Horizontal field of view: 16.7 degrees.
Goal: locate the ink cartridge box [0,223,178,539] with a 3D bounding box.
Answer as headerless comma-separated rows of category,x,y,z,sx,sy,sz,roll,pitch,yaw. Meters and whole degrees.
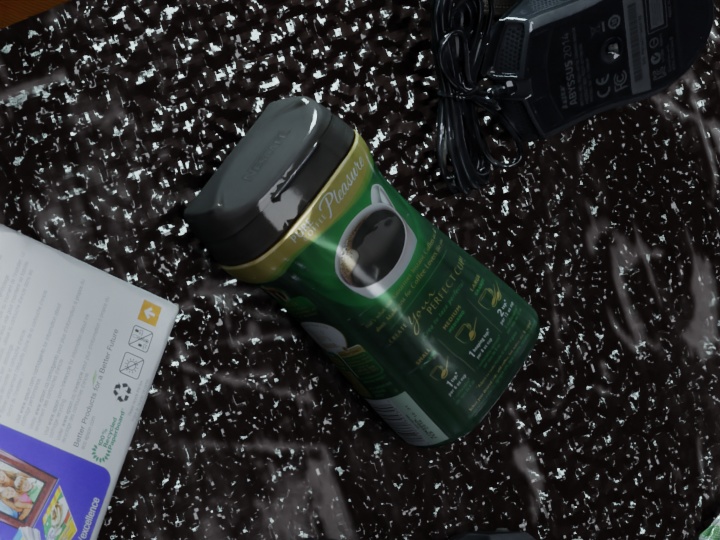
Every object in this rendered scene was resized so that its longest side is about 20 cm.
ink cartridge box,-0.214,0.069,1.261,0.200,0.043,0.199,27,73,-26

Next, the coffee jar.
coffee jar,0.000,0.000,1.361,0.200,0.085,0.104,45,69,-20

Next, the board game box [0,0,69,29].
board game box,-0.213,-0.254,1.195,0.200,0.200,0.200,25,74,-26

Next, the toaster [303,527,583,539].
toaster,0.037,0.212,1.352,0.200,0.114,0.130,1,88,-31

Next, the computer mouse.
computer mouse,0.118,-0.137,1.451,0.200,0.053,0.139,-20,121,-25

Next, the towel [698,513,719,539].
towel,0.307,0.158,1.560,0.200,0.031,0.149,-47,111,-26

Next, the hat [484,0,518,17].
hat,0.091,-0.253,1.434,0.200,0.081,0.201,3,85,-30
